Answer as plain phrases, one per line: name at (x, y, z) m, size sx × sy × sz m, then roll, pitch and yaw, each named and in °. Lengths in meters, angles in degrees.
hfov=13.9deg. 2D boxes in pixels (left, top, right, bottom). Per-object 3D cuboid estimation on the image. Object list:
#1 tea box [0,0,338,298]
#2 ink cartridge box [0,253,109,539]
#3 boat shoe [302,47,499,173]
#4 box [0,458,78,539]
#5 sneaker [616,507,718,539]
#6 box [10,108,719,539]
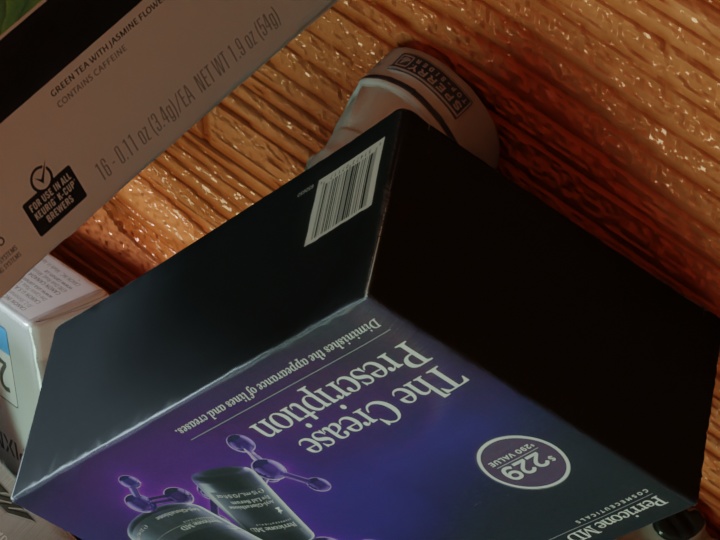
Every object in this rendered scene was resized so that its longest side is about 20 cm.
tea box at (-0.148, -0.112, 0.939) m, size 0.133 × 0.200 × 0.197 m, roll 10°, pitch 138°, yaw 52°
ink cartridge box at (-0.171, 0.055, 1.330) m, size 0.200 × 0.045 × 0.177 m, roll 31°, pitch 136°, yaw 46°
boat shoe at (0.000, 0.000, 1.038) m, size 0.073 × 0.065 × 0.200 m, roll 35°, pitch 153°, yaw 21°
box at (-0.198, 0.089, 1.316) m, size 0.200 × 0.048 × 0.158 m, roll 51°, pitch 165°, yaw -28°
sneaker at (0.127, 0.149, 1.074) m, size 0.200 × 0.077 × 0.085 m, roll 53°, pitch 161°, yaw 8°
box at (0.000, 0.047, 0.978) m, size 0.141 × 0.079 × 0.200 m, roll 30°, pitch 142°, yaw -26°
